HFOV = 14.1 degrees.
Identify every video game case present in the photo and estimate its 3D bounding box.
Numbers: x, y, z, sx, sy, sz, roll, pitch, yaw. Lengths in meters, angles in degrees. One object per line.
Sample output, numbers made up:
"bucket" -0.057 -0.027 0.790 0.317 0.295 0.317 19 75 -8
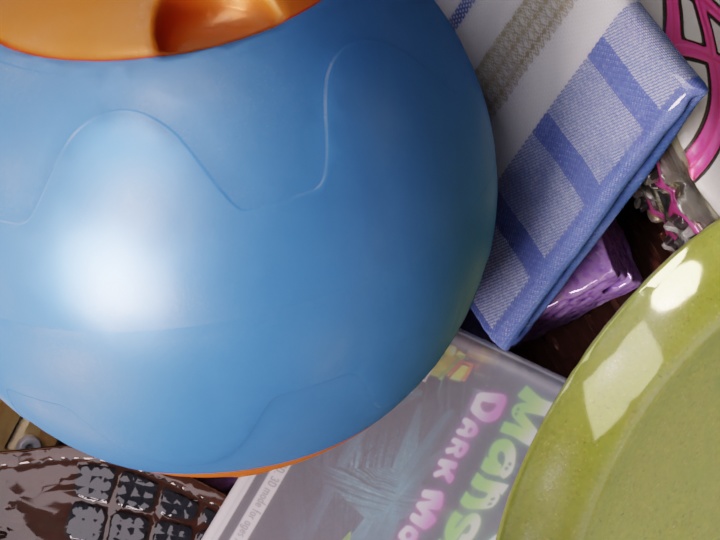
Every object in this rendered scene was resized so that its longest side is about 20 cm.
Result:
"video game case" 0.026 0.124 1.026 0.181 0.023 0.200 25 74 22

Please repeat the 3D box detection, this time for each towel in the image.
"towel" 0.036 -0.088 1.056 0.200 0.024 0.147 55 133 26

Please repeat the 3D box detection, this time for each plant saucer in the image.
"plant saucer" 0.116 0.063 0.944 0.200 0.031 0.200 -45 25 28

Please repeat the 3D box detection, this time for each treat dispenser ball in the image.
"treat dispenser ball" -0.053 -0.030 0.995 0.200 0.201 0.202 -4 80 25

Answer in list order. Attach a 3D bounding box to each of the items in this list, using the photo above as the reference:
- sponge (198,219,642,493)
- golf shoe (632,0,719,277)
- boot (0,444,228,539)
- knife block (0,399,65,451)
"sponge" 0.000 0.000 1.119 0.200 0.030 0.112 -29 70 20
"golf shoe" 0.120 -0.089 1.051 0.092 0.073 0.201 -21 79 -2
"boot" -0.112 0.105 1.138 0.199 0.097 0.075 11 84 5
"knife block" -0.216 -0.005 1.188 0.064 0.200 0.176 -61 30 7
